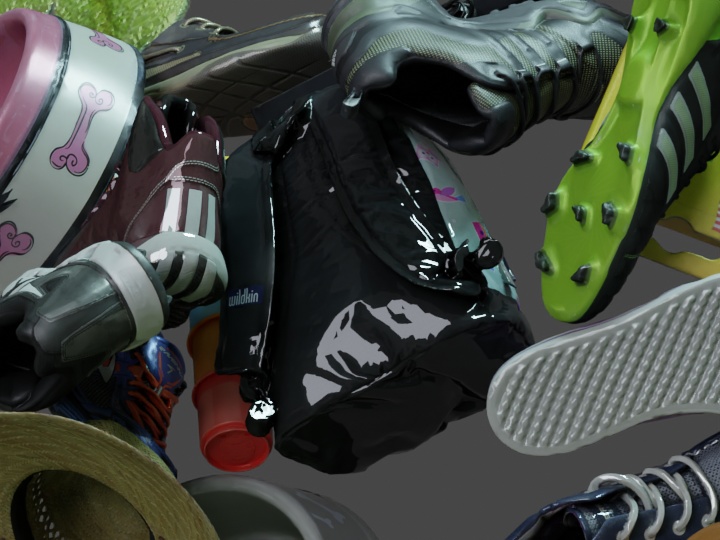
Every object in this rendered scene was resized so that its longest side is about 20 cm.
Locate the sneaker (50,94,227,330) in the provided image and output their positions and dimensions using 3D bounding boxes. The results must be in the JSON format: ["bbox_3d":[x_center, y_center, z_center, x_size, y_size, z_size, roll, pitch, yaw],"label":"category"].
[{"bbox_3d":[-0.114,-0.034,1.521,0.200,0.075,0.116,-15,65,63],"label":"sneaker"}]

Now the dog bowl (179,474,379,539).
[{"bbox_3d":[-0.077,0.201,1.507,0.199,0.059,0.201,-16,56,26],"label":"dog bowl"}]

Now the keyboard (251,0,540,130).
[{"bbox_3d":[0.029,-0.112,1.597,0.199,0.104,0.040,-26,80,20],"label":"keyboard"}]

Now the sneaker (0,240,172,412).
[{"bbox_3d":[-0.175,0.039,1.455,0.090,0.067,0.200,-32,3,-28],"label":"sneaker"}]

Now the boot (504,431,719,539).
[{"bbox_3d":[0.150,0.124,1.378,0.200,0.090,0.073,-42,49,6],"label":"boot"}]

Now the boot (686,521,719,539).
[{"bbox_3d":[0.094,0.169,1.289,0.200,0.155,0.077,-46,39,1],"label":"boot"}]

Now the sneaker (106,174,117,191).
[{"bbox_3d":[-0.185,0.020,1.672,0.200,0.077,0.073,-37,32,34],"label":"sneaker"}]

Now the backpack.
[{"bbox_3d":[0.000,0.000,1.524,0.166,0.127,0.200,-27,51,9],"label":"backpack"}]

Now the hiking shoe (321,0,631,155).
[{"bbox_3d":[0.079,-0.094,1.506,0.199,0.076,0.101,4,44,-10],"label":"hiking shoe"}]

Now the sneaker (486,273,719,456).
[{"bbox_3d":[0.163,0.043,1.416,0.200,0.114,0.073,-11,87,7],"label":"sneaker"}]

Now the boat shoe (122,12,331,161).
[{"bbox_3d":[-0.099,-0.119,1.690,0.199,0.074,0.074,-20,56,22],"label":"boat shoe"}]

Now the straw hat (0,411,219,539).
[{"bbox_3d":[-0.136,0.131,1.459,0.200,0.202,0.085,-10,29,29],"label":"straw hat"}]

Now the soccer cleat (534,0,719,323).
[{"bbox_3d":[0.150,-0.063,1.400,0.067,0.081,0.201,22,92,54],"label":"soccer cleat"}]

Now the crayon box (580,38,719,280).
[{"bbox_3d":[0.193,-0.085,1.462,0.127,0.051,0.201,22,76,12],"label":"crayon box"}]

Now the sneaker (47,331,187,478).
[{"bbox_3d":[-0.134,0.069,1.579,0.078,0.075,0.200,-33,28,-2],"label":"sneaker"}]

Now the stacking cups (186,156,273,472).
[{"bbox_3d":[-0.073,0.028,1.581,0.060,0.061,0.201,-24,46,20],"label":"stacking cups"}]

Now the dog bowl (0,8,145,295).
[{"bbox_3d":[-0.215,-0.067,1.654,0.200,0.074,0.201,-42,28,28],"label":"dog bowl"}]
